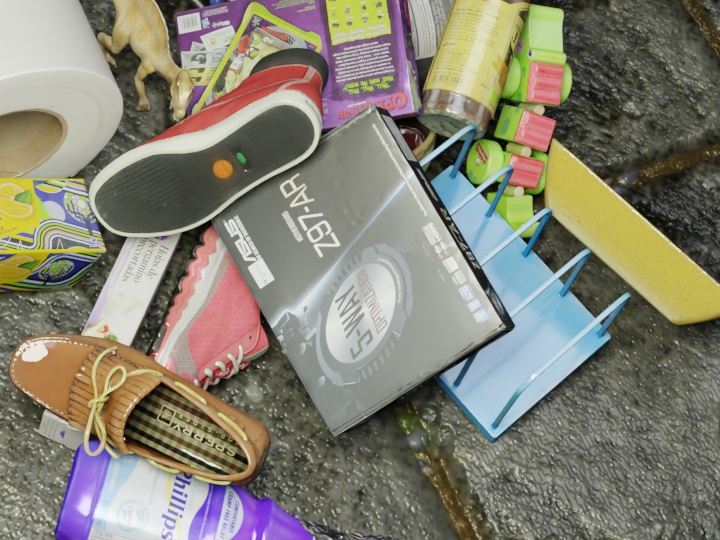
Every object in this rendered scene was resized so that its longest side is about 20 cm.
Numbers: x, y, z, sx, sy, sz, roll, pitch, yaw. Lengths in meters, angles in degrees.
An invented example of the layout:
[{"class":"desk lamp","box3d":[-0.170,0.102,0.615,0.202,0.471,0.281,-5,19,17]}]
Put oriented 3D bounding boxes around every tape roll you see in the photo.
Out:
[{"class":"tape roll","box3d":[-0.298,-0.149,1.426,0.202,0.203,0.140,-17,68,-24]}]

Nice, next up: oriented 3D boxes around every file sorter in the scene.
[{"class":"file sorter","box3d":[0.100,0.004,1.500,0.139,0.123,0.200,-38,78,-21]}]

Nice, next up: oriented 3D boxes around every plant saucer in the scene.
[{"class":"plant saucer","box3d":[0.224,-0.019,1.549,0.200,0.200,0.048,43,95,8]}]

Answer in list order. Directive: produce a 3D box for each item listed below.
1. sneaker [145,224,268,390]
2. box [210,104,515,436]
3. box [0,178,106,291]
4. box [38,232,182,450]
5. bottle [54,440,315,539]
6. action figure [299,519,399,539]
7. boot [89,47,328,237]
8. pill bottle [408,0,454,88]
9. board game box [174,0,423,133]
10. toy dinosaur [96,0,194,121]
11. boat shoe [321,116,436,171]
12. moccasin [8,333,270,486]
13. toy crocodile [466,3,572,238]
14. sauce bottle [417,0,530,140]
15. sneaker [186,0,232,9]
[{"class":"sneaker","box3d":[-0.116,0.057,1.446,0.086,0.074,0.201,25,59,-6]},{"class":"box","box3d":[0.000,0.000,1.426,0.160,0.044,0.201,-32,81,13]},{"class":"box","box3d":[-0.299,-0.026,1.406,0.199,0.064,0.070,-2,62,-38]},{"class":"box","box3d":[-0.192,0.044,1.448,0.038,0.041,0.201,24,57,-4]},{"class":"bottle","box3d":[-0.122,0.188,1.377,0.199,0.065,0.084,17,59,-8]},{"class":"action figure","box3d":[-0.030,0.282,1.336,0.118,0.102,0.201,12,98,-42]},{"class":"boot","box3d":[-0.115,-0.105,1.465,0.073,0.199,0.145,60,15,-23]},{"class":"pill bottle","box3d":[0.038,-0.213,1.614,0.199,0.117,0.117,-15,68,-23]},{"class":"board game box","box3d":[-0.052,-0.169,1.525,0.199,0.032,0.121,-8,83,20]},{"class":"toy dinosaur","box3d":[-0.185,-0.201,1.546,0.058,0.101,0.201,-27,73,-27]},{"class":"boat shoe","box3d":[-0.022,-0.090,1.557,0.199,0.066,0.074,-26,72,-27]},{"class":"moccasin","box3d":[-0.163,0.103,1.345,0.200,0.078,0.074,29,93,7]},{"class":"toy crocodile","box3d":[0.142,-0.127,1.595,0.067,0.062,0.202,10,94,-28]},{"class":"sauce bottle","box3d":[0.105,-0.209,1.545,0.064,0.065,0.201,21,78,-5]},{"class":"sneaker","box3d":[-0.089,-0.257,1.627,0.198,0.081,0.116,6,64,-6]}]
